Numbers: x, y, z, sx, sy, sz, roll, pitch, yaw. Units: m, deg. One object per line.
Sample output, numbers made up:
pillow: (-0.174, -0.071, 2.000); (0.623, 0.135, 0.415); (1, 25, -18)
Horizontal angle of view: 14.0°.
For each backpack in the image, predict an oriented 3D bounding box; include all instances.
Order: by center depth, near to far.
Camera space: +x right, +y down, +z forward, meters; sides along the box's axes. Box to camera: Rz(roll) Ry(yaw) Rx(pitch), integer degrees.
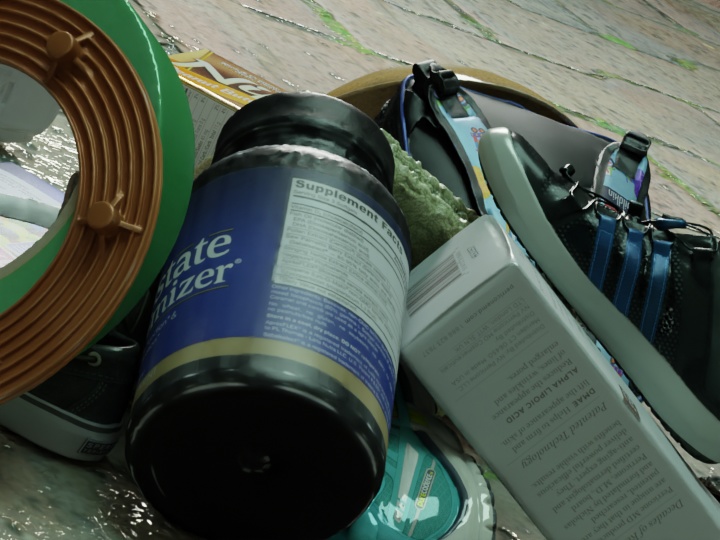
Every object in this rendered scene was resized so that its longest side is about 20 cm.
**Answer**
backpack: (0.079, 0.009, 1.638); (0.182, 0.135, 0.200); (16, 48, -27)

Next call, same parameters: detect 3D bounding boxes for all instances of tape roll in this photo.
tape roll: (-0.173, -0.047, 1.262); (0.200, 0.200, 0.048); (32, -9, 25)

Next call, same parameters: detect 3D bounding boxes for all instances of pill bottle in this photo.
pill bottle: (-0.035, 0.017, 1.296); (0.112, 0.112, 0.200); (22, 42, -13)

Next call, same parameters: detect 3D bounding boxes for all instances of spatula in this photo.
spatula: (-0.152, -0.024, 1.388); (0.021, 0.057, 0.200); (-12, -23, 31)

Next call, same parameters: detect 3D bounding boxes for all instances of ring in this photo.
ring: (-0.180, -0.032, 1.221); (0.200, 0.200, 0.019); (32, -9, 25)

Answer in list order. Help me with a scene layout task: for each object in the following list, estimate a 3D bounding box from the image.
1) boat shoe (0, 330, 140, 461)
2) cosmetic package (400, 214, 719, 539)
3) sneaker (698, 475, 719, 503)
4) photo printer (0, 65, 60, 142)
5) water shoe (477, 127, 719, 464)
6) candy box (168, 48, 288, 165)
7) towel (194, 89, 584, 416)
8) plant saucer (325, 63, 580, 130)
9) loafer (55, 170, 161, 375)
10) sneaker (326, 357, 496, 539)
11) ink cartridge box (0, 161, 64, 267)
boat shoe: (-0.185, 0.015, 1.313); (0.200, 0.057, 0.069); (29, 14, 14)
cosmetic package: (0.099, 0.079, 1.365); (0.200, 0.074, 0.102); (50, 7, -14)
sneaker: (0.247, 0.163, 1.513); (0.106, 0.075, 0.200); (6, 14, -42)
photo printer: (-0.288, -0.151, 1.721); (0.166, 0.069, 0.200); (12, 19, -43)
water shoe: (0.138, -0.002, 1.421); (0.200, 0.079, 0.072); (51, 6, -4)
candy box: (-0.046, -0.074, 1.887); (0.200, 0.055, 0.115); (28, 14, 12)
towel: (0.000, 0.000, 1.443); (0.200, 0.148, 0.037); (40, 40, -27)
plant saucer: (0.039, -0.066, 1.739); (0.200, 0.200, 0.035); (18, 51, -28)
loafer: (-0.117, 0.005, 1.359); (0.063, 0.072, 0.200); (13, -20, 14)
sneaker: (-0.004, 0.082, 1.355); (0.080, 0.078, 0.200); (7, 20, -25)
ink cartridge box: (-0.175, -0.013, 1.474); (0.119, 0.042, 0.200); (31, 13, 22)
